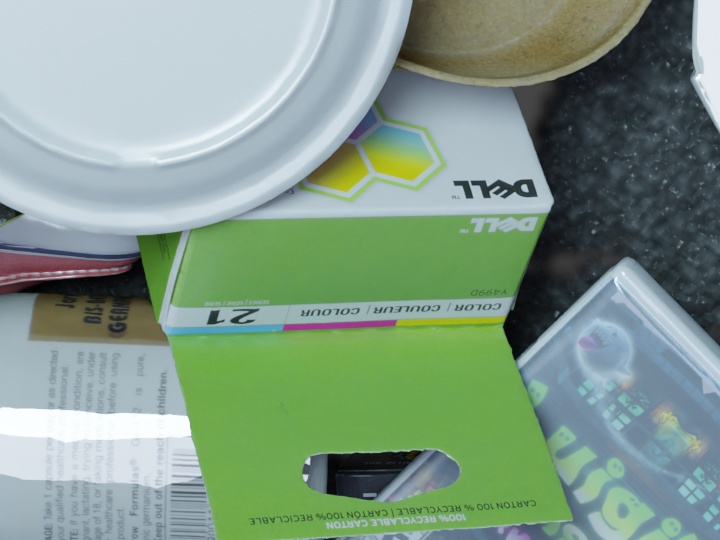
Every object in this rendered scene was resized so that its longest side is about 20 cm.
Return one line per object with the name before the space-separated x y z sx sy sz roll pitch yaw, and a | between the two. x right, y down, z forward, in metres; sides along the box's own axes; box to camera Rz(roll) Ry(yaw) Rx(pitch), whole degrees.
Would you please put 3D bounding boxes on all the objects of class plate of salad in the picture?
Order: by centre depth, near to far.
plate of salad | -0.080 -0.111 0.986 0.200 0.048 0.201 -2 108 -6

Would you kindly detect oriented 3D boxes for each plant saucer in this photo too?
plant saucer | 0.027 -0.156 1.081 0.200 0.200 0.035 45 147 -2

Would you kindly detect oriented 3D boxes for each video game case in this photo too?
video game case | 0.113 0.126 1.118 0.200 0.023 0.182 46 110 3

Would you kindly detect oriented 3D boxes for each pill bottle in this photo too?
pill bottle | -0.113 0.067 1.120 0.199 0.114 0.115 2 102 -1

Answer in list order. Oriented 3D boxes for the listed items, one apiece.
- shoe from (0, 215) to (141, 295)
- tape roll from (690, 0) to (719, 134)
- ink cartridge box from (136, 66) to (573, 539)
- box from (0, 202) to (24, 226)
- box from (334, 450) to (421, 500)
shoe | -0.181 0.007 1.184 0.200 0.071 0.091 3 104 14
tape roll | 0.230 -0.103 1.092 0.202 0.071 0.203 2 103 8
ink cartridge box | 0.000 0.000 1.061 0.147 0.200 0.076 -2 139 -19
box | -0.140 -0.060 1.091 0.050 0.200 0.075 -12 98 20
box | 0.096 0.151 1.166 0.199 0.048 0.159 -3 102 17
